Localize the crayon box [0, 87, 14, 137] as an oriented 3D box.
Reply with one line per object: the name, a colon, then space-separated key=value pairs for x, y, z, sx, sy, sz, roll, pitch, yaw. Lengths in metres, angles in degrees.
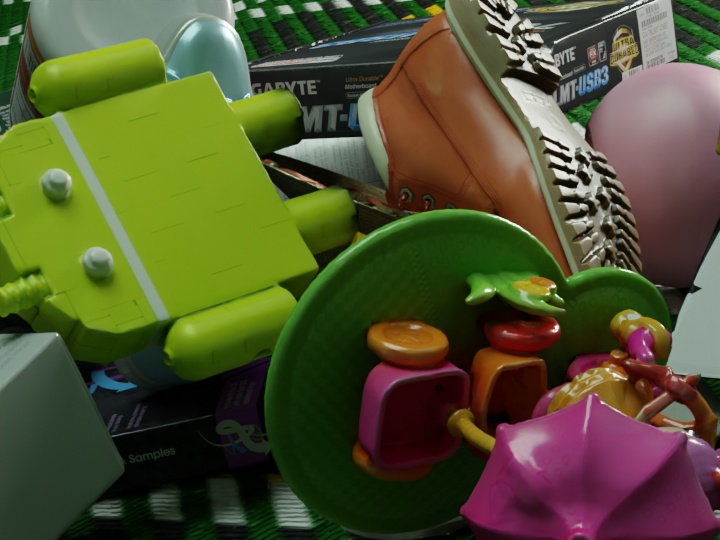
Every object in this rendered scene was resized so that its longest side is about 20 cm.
crayon box: x=-0.218 y=-0.034 z=1.717 sx=0.200 sy=0.173 sz=0.058 roll=-24 pitch=56 yaw=-41

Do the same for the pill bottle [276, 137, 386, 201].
pill bottle: x=-0.024 y=-0.049 z=1.717 sx=0.199 sy=0.110 sz=0.110 roll=-11 pitch=13 yaw=8

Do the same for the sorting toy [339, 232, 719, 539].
sorting toy: x=0.076 y=0.052 z=1.291 sx=0.180 sy=0.107 sz=0.200 roll=6 pitch=13 yaw=-4

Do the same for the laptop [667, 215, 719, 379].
laptop: x=0.268 y=0.018 z=1.307 sx=0.187 sy=0.116 sz=0.200 roll=5 pitch=-9 yaw=27

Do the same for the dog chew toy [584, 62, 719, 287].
dog chew toy: x=0.226 y=-0.057 z=1.505 sx=0.199 sy=0.125 sz=0.125 roll=-5 pitch=13 yaw=-1

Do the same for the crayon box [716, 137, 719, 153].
crayon box: x=0.308 y=-0.068 z=1.344 sx=0.200 sy=0.058 sz=0.172 roll=14 pitch=-9 yaw=-36

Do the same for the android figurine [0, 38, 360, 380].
android figurine: x=-0.102 y=-0.028 z=1.327 sx=0.200 sy=0.182 sz=0.041 roll=-16 pitch=-22 yaw=-31

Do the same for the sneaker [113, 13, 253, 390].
sneaker: x=-0.075 y=-0.037 z=1.406 sx=0.074 sy=0.201 sz=0.082 roll=10 pitch=-10 yaw=-37

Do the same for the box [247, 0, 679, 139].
box: x=0.054 y=-0.116 z=1.568 sx=0.200 sy=0.050 sz=0.198 roll=-2 pitch=11 yaw=32

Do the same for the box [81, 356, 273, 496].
box: x=-0.130 y=0.082 z=1.438 sx=0.199 sy=0.036 sz=0.143 roll=-13 pitch=13 yaw=7

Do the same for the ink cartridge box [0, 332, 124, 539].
ink cartridge box: x=-0.238 y=0.102 z=1.293 sx=0.200 sy=0.084 sz=0.145 roll=-2 pitch=32 yaw=39

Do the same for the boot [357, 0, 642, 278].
boot: x=0.069 y=-0.041 z=1.394 sx=0.107 sy=0.200 sz=0.075 roll=-38 pitch=-31 yaw=21

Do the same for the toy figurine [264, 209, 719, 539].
toy figurine: x=0.089 y=0.076 z=1.100 sx=0.200 sy=0.151 sz=0.184 roll=-4 pitch=24 yaw=-28

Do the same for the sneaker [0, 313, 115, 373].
sneaker: x=-0.186 y=0.001 z=1.508 sx=0.075 sy=0.116 sz=0.200 roll=-12 pitch=-13 yaw=9

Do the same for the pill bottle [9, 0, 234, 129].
pill bottle: x=-0.140 y=-0.103 z=1.546 sx=0.112 sy=0.112 sz=0.200 roll=-18 pitch=-17 yaw=-19

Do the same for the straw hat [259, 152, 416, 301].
straw hat: x=0.000 y=0.000 z=1.517 sx=0.201 sy=0.085 sz=0.201 roll=20 pitch=4 yaw=-2
